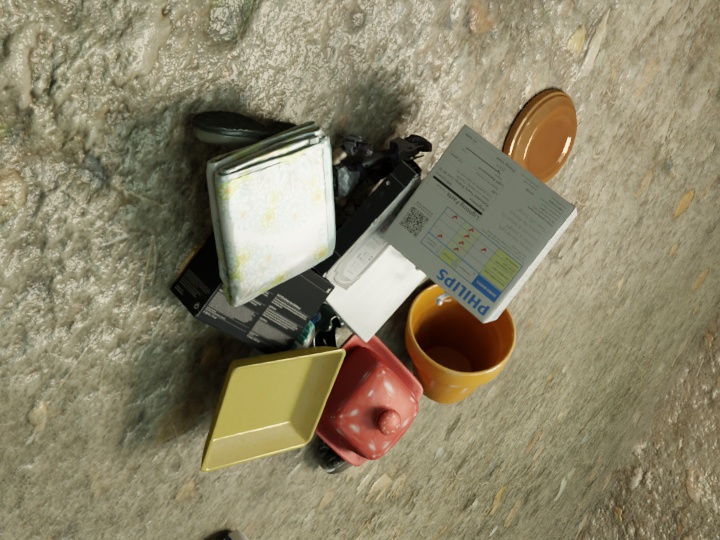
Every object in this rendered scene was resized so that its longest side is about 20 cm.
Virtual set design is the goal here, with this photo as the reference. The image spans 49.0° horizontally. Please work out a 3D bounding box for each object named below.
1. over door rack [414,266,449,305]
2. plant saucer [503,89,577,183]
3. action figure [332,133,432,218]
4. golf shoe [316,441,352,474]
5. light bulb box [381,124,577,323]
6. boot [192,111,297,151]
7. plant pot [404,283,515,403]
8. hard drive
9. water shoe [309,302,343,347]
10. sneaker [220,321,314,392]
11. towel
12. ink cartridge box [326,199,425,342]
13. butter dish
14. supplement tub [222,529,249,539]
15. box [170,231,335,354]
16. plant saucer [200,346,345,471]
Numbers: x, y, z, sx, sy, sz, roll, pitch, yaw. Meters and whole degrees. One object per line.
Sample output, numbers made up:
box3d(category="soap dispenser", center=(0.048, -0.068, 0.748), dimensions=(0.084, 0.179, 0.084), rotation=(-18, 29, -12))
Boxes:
box3d(category="over door rack", center=(0.165, -0.047, 1.247), dimensions=(0.199, 0.149, 0.067), rotation=(-29, -175, 27))
box3d(category="plant saucer", center=(0.344, -0.238, 1.481), dimensions=(0.199, 0.037, 0.202), rotation=(-27, 135, -31))
box3d(category="action figure", center=(0.008, -0.147, 1.165), dimensions=(0.199, 0.069, 0.131), rotation=(-24, 138, -30))
box3d(category="golf shoe", center=(0.001, 0.319, 1.519), dimensions=(0.199, 0.078, 0.095), rotation=(-28, 147, -20))
box3d(category="light bulb box", center=(0.173, -0.064, 1.136), dimensions=(0.201, 0.198, 0.125), rotation=(-53, 165, 9))
box3d(category="boot", center=(-0.141, -0.126, 1.018), dimensions=(0.199, 0.067, 0.132), rotation=(0, 117, -49))
box3d(category="plant pot", center=(0.174, 0.153, 1.488), dimensions=(0.199, 0.200, 0.184), rotation=(-32, 153, -26))
box3d(category="hard drive", center=(0.020, -0.061, 1.177), dimensions=(0.200, 0.038, 0.140), rotation=(-48, 163, 1))
box3d(category="water shoe", center=(-0.082, 0.146, 1.280), dimensions=(0.071, 0.079, 0.202), rotation=(-12, 126, -41))
box3d(category="sneaker", center=(-0.136, 0.156, 1.243), dimensions=(0.200, 0.078, 0.091), rotation=(-49, 147, 7))
box3d(category="towel", center=(-0.109, -0.072, 0.995), dimensions=(0.170, 0.048, 0.202), rotation=(-27, 131, -32))
box3d(category="ink cartridge box", center=(0.000, 0.000, 1.304), dimensions=(0.162, 0.050, 0.200), rotation=(-47, 124, -8))
box3d(category="butter dish", center=(0.022, 0.242, 1.376), dimensions=(0.200, 0.148, 0.200), rotation=(-46, 116, -9))
box3d(category="supplement tub", center=(-0.248, 0.572, 1.372), dimensions=(0.199, 0.145, 0.146), rotation=(-37, 140, -21))
box3d(category="box", center=(-0.147, 0.025, 1.119), dimensions=(0.142, 0.079, 0.200), rotation=(-51, 142, 1))
box3d(category="plant saucer", center=(-0.138, 0.192, 1.169), dimensions=(0.198, 0.048, 0.202), rotation=(-5, 128, -40))
